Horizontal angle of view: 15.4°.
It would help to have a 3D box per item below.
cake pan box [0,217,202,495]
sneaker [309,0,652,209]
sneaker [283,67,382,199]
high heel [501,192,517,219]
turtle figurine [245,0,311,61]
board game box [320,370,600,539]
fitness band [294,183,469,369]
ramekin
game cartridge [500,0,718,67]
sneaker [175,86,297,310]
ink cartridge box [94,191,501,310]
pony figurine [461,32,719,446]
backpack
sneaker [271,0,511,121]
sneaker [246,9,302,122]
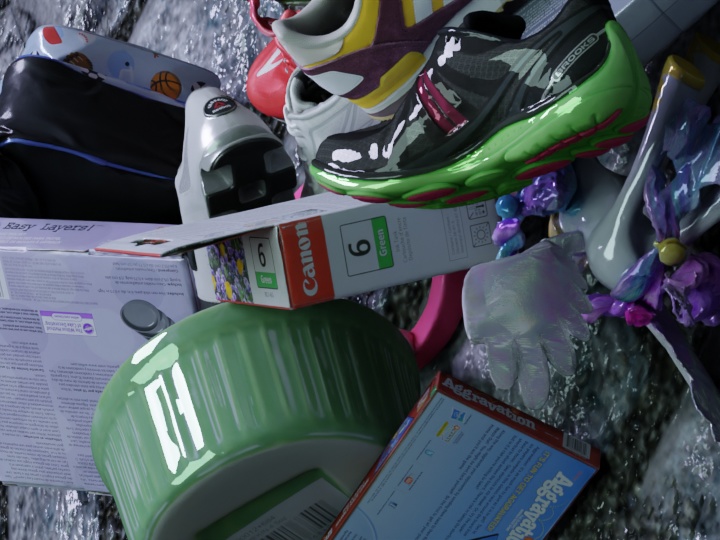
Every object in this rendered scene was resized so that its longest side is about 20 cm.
[{"bbox_3d":[-0.171,0.058,1.739,0.199,0.052,0.185,1,116,27],"label":"cake pan box"},{"bbox_3d":[0.058,-0.082,1.324,0.199,0.077,0.084,-19,74,36],"label":"sneaker"},{"bbox_3d":[-0.012,-0.087,1.565,0.200,0.081,0.075,114,148,-49],"label":"sneaker"},{"bbox_3d":[0.066,-0.124,1.534,0.096,0.067,0.201,-7,92,42],"label":"high heel"},{"bbox_3d":[-0.015,-0.204,1.558,0.150,0.199,0.101,57,159,32],"label":"turtle figurine"},{"bbox_3d":[0.042,0.149,1.498,0.200,0.103,0.019,-56,11,35],"label":"board game box"},{"bbox_3d":[0.000,0.000,1.646,0.200,0.037,0.144,-26,63,52],"label":"fitness band"},{"bbox_3d":[-0.051,0.116,1.546,0.200,0.199,0.098,-57,37,35],"label":"ramekin"},{"bbox_3d":[0.115,-0.127,1.390,0.200,0.040,0.133,-37,17,27],"label":"game cartridge"},{"bbox_3d":[-0.074,-0.026,1.627,0.089,0.074,0.201,-124,26,-45],"label":"sneaker"},{"bbox_3d":[-0.033,-0.010,1.463,0.109,0.199,0.051,5,107,65],"label":"ink cartridge box"},{"bbox_3d":[0.134,-0.009,1.356,0.200,0.166,0.193,-57,26,20],"label":"pony figurine"},{"bbox_3d":[-0.185,-0.065,1.815,0.191,0.199,0.155,128,158,-51],"label":"backpack"},{"bbox_3d":[0.039,-0.176,1.425,0.200,0.090,0.075,-52,30,10],"label":"sneaker"},{"bbox_3d":[-0.023,-0.141,1.662,0.200,0.085,0.077,-16,70,55],"label":"sneaker"}]
